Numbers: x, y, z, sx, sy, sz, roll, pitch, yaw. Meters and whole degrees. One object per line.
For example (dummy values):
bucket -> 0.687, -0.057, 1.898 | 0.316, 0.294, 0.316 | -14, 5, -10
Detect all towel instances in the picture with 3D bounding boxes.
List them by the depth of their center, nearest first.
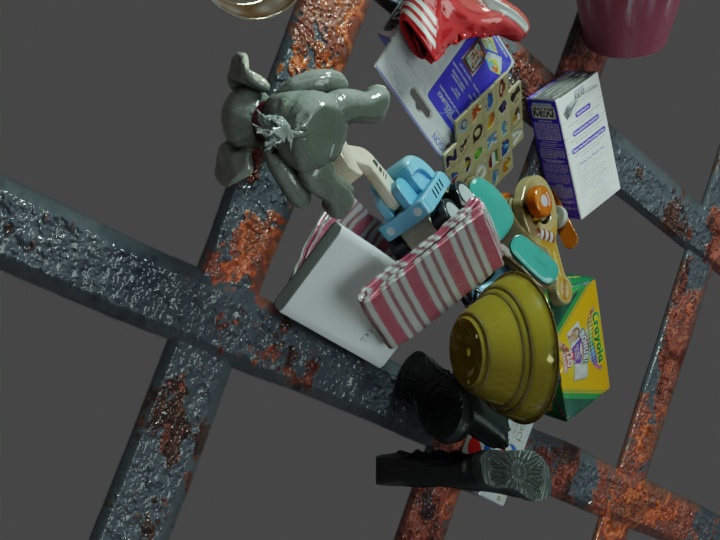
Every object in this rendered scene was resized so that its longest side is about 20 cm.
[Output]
towel -> 0.091, 0.008, 1.460 | 0.199, 0.030, 0.147 | -38, 146, -4
towel -> 0.000, 0.000, 1.520 | 0.200, 0.030, 0.147 | 38, 73, -41

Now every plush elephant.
plush elephant -> -0.093, -0.165, 1.331 | 0.199, 0.154, 0.166 | 8, 102, -51

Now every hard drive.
hard drive -> -0.002, 0.036, 1.481 | 0.199, 0.026, 0.132 | 32, 98, -40

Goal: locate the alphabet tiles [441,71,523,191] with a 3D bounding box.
alphabet tiles -> 0.176, -0.177, 1.628 | 0.200, 0.006, 0.168 | -45, 141, -33

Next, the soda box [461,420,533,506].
soda box -> 0.210, 0.247, 1.739 | 0.068, 0.063, 0.202 | 31, 76, -41

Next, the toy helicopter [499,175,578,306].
toy helicopter -> 0.281, -0.046, 1.725 | 0.132, 0.078, 0.202 | -29, 104, -50

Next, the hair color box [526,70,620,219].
hair color box -> 0.329, -0.193, 1.767 | 0.109, 0.064, 0.202 | -35, 122, -32

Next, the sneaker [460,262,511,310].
sneaker -> 0.169, 0.063, 1.661 | 0.090, 0.078, 0.201 | 37, 55, -27

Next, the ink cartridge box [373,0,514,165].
ink cartridge box -> 0.106, -0.281, 1.555 | 0.198, 0.043, 0.201 | 49, 64, -37

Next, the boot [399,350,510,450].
boot -> 0.146, 0.201, 1.586 | 0.162, 0.198, 0.073 | 37, 99, -29

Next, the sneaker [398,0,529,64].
sneaker -> 0.127, -0.314, 1.503 | 0.199, 0.078, 0.117 | 21, 92, -29

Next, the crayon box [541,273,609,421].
crayon box -> 0.330, 0.122, 1.830 | 0.118, 0.058, 0.202 | -29, 116, -36

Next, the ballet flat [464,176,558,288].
ballet flat -> 0.202, -0.050, 1.649 | 0.200, 0.072, 0.068 | 44, 68, -14

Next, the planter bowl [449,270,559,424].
planter bowl -> 0.171, 0.104, 1.498 | 0.083, 0.200, 0.203 | -4, 101, -24

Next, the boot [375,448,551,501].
boot -> 0.141, 0.283, 1.587 | 0.164, 0.199, 0.066 | 24, 63, -39

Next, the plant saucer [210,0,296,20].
plant saucer -> -0.133, -0.390, 1.318 | 0.199, 0.034, 0.203 | -11, 106, -41

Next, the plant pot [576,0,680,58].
plant pot -> 0.401, -0.426, 1.716 | 0.199, 0.199, 0.181 | -33, 134, -34

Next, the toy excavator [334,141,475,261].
toy excavator -> 0.039, -0.106, 1.484 | 0.200, 0.100, 0.195 | 50, 30, -8
